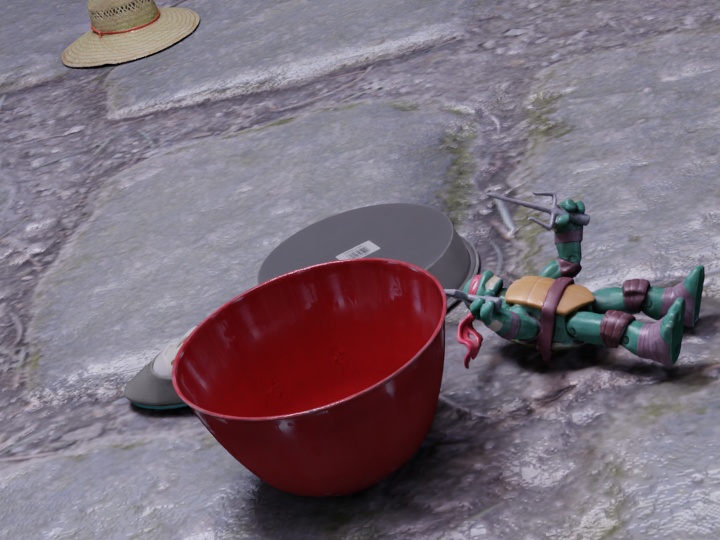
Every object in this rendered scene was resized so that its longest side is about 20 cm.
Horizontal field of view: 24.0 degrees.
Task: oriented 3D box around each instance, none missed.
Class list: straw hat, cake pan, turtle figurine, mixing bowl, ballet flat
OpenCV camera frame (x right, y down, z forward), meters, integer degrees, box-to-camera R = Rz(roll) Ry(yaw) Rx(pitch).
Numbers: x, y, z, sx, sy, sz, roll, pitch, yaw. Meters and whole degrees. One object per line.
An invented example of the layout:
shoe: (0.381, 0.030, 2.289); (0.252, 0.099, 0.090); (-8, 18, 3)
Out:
straw hat: (-0.314, -0.345, 2.225); (0.200, 0.085, 0.201); (-14, 27, 7)
cake pan: (0.000, 0.000, 1.432); (0.199, 0.037, 0.200); (-13, 27, 7)
turtle figurine: (0.145, 0.016, 1.247); (0.199, 0.101, 0.150); (11, 47, 20)
mixing bowl: (-0.021, 0.088, 1.196); (0.199, 0.109, 0.200); (-15, 28, 8)
ballet flat: (-0.105, 0.068, 1.334); (0.199, 0.064, 0.067); (-4, 30, 26)
